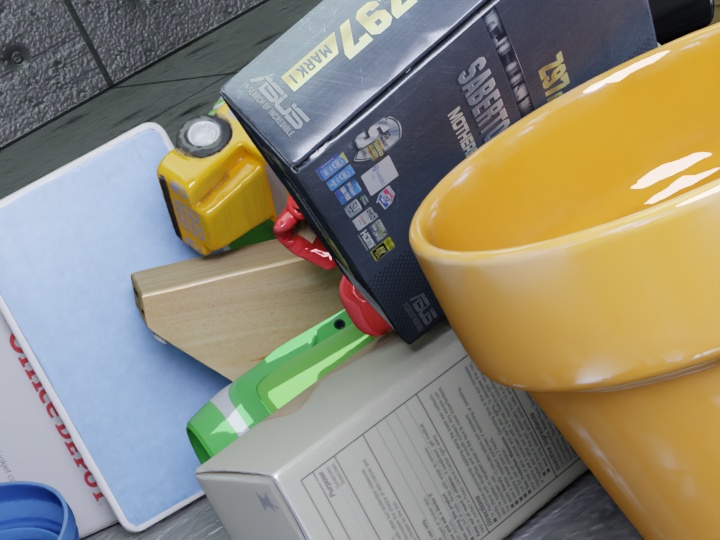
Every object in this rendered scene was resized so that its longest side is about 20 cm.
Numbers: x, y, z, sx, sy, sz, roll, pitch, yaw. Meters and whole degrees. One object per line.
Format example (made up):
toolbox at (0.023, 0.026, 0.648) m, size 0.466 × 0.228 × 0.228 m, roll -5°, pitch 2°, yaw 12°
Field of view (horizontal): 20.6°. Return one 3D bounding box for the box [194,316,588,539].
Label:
box at (0.035, 0.075, 0.899) m, size 0.200 × 0.095 × 0.078 m, roll -33°, pitch 15°, yaw -28°

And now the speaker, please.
speaker at (0.015, 0.059, 1.005) m, size 0.200 × 0.089 × 0.088 m, roll -30°, pitch 15°, yaw -12°

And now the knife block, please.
knife block at (0.000, 0.000, 1.075) m, size 0.176 × 0.200 × 0.064 m, roll -57°, pitch 16°, yaw 1°

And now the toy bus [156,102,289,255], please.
toy bus at (-0.016, -0.084, 1.076) m, size 0.078 × 0.065 × 0.200 m, roll 34°, pitch 64°, yaw 27°

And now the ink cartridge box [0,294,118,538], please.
ink cartridge box at (-0.241, 0.097, 1.197) m, size 0.200 × 0.147 × 0.146 m, roll -25°, pitch 14°, yaw 6°

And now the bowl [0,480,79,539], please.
bowl at (-0.234, 0.188, 1.043) m, size 0.200 × 0.039 × 0.201 m, roll -24°, pitch 22°, yaw 10°

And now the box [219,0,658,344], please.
box at (0.044, -0.066, 0.788) m, size 0.158 × 0.051 × 0.200 m, roll -41°, pitch -24°, yaw -4°

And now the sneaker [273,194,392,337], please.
sneaker at (-0.009, -0.046, 0.957) m, size 0.085 × 0.077 × 0.200 m, roll -33°, pitch 42°, yaw 6°

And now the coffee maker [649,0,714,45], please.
coffee maker at (0.123, -0.165, 1.282) m, size 0.200 × 0.135 × 0.192 m, roll -25°, pitch 19°, yaw -15°

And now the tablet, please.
tablet at (-0.122, 0.032, 1.110) m, size 0.130 × 0.200 × 0.014 m, roll -30°, pitch 5°, yaw -13°

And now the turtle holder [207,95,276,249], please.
turtle holder at (-0.042, -0.021, 1.200) m, size 0.132 × 0.186 × 0.141 m, roll -23°, pitch -22°, yaw -43°

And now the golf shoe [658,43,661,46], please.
golf shoe at (0.109, -0.083, 1.159) m, size 0.200 × 0.075 × 0.092 m, roll -35°, pitch 45°, yaw -19°

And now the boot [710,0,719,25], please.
boot at (0.265, -0.150, 1.348) m, size 0.175 × 0.066 × 0.200 m, roll -20°, pitch 12°, yaw -15°

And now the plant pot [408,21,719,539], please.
plant pot at (0.145, 0.024, 0.700) m, size 0.200 × 0.183 × 0.200 m, roll -25°, pitch 15°, yaw 7°
